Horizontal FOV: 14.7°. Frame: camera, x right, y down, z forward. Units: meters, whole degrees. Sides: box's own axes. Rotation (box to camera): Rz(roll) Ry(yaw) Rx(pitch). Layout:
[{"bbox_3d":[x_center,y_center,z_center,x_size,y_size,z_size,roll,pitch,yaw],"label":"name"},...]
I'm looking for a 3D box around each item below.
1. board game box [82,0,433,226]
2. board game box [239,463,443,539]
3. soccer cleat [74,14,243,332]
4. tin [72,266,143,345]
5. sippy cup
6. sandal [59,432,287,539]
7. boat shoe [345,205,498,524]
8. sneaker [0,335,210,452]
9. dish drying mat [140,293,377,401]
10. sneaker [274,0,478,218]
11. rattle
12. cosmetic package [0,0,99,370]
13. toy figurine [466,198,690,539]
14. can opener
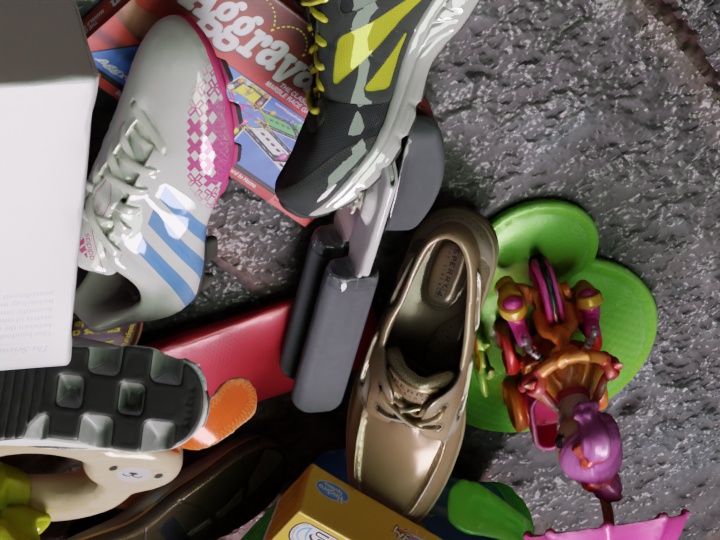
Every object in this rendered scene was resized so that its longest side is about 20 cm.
[{"bbox_3d":[-0.060,-0.103,1.521,0.103,0.019,0.200,-40,133,18],"label":"board game box"},{"bbox_3d":[0.013,0.216,1.682,0.199,0.040,0.153,30,131,-13],"label":"board game box"},{"bbox_3d":[-0.115,-0.043,1.484,0.086,0.070,0.201,-24,142,-29],"label":"soccer cleat"},{"bbox_3d":[-0.224,0.030,1.580,0.199,0.042,0.112,-7,131,-14],"label":"tin"},{"bbox_3d":[0.019,0.177,1.753,0.130,0.140,0.178,26,112,-25],"label":"sippy cup"},{"bbox_3d":[-0.140,0.154,1.726,0.199,0.055,0.082,-34,142,-6],"label":"sandal"},{"bbox_3d":[0.030,0.062,1.631,0.071,0.065,0.201,13,105,7],"label":"boat shoe"},{"bbox_3d":[-0.180,0.065,1.541,0.199,0.075,0.089,13,176,4],"label":"sneaker"},{"bbox_3d":[-0.086,0.057,1.670,0.199,0.018,0.077,-18,137,-3],"label":"dish drying mat"},{"bbox_3d":[-0.003,-0.125,1.476,0.084,0.074,0.201,25,100,-23],"label":"sneaker"},{"bbox_3d":[-0.159,0.141,1.609,0.199,0.143,0.131,-7,135,14],"label":"rattle"},{"bbox_3d":[-0.248,-0.053,1.428,0.198,0.123,0.201,-4,133,-16],"label":"cosmetic package"},{"bbox_3d":[0.132,0.089,1.658,0.149,0.185,0.201,-14,135,-6],"label":"toy figurine"},{"bbox_3d":[0.000,0.000,1.593,0.066,0.053,0.201,1,133,-22],"label":"can opener"}]
